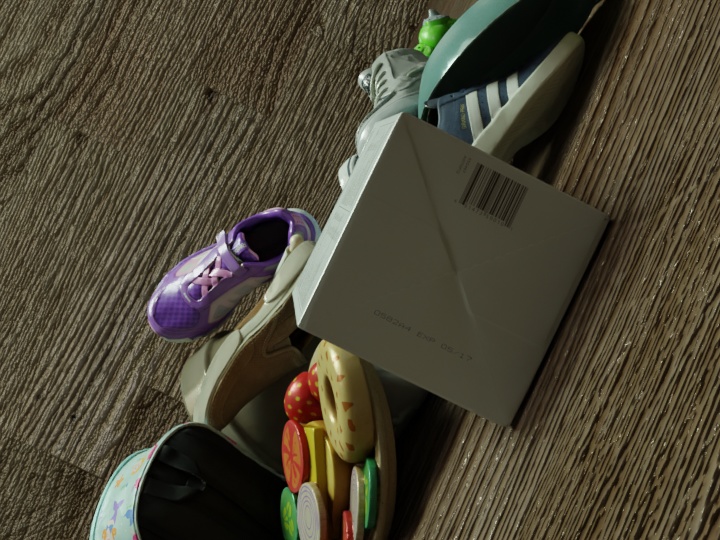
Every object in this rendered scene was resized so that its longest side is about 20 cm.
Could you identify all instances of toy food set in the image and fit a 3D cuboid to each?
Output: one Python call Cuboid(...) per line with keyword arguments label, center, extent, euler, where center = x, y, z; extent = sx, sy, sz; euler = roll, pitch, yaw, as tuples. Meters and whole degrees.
Cuboid(label="toy food set", center=(-0.022, 0.152, 0.997), extent=(0.200, 0.048, 0.200), euler=(164, 103, -68))

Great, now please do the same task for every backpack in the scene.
Cuboid(label="backpack", center=(-0.140, 0.241, 1.091), extent=(0.150, 0.200, 0.178), euler=(-26, 30, 36))

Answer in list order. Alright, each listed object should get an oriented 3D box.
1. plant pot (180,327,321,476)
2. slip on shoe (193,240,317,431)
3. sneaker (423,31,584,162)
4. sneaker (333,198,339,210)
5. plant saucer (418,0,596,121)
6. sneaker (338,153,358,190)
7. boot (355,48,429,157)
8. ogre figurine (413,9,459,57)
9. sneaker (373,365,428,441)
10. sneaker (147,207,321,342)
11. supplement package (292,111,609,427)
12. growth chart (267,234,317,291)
Cuboid(label="plant pot", center=(-0.050, 0.104, 1.229), extent=(0.174, 0.200, 0.200), euler=(-45, 13, 21))
Cuboid(label="slip on shoe", center=(-0.077, 0.070, 1.126), extent=(0.201, 0.060, 0.076), euler=(-55, -18, -10))
Cuboid(label="sneaker", center=(0.103, -0.133, 1.021), extent=(0.200, 0.084, 0.075), euler=(-48, -26, -16))
Cuboid(label="sneaker", center=(0.043, -0.021, 1.430), extent=(0.201, 0.115, 0.076), euler=(78, 167, -51))
Cuboid(label="plant saucer", center=(0.121, -0.197, 1.083), extent=(0.199, 0.036, 0.200), euler=(-36, -15, -11))
Cuboid(label="sneaker", center=(0.053, -0.091, 1.215), extent=(0.079, 0.079, 0.199), euler=(-29, -10, 26))
Cuboid(label="boot", center=(0.032, -0.155, 1.170), extent=(0.200, 0.095, 0.074), euler=(-31, -38, -50))
Cuboid(label="ogre figurine", center=(0.100, -0.207, 1.392), extent=(0.201, 0.119, 0.098), euler=(-62, 6, 18))
Cuboid(label="sneaker", center=(0.012, 0.142, 1.066), extent=(0.200, 0.074, 0.089), euler=(114, 165, -57))
Cuboid(label="sneaker", center=(-0.131, -0.004, 1.240), extent=(0.199, 0.081, 0.089), euler=(-33, -9, -4))
Cuboid(label="supplement package", center=(0.051, -0.008, 0.860), extent=(0.152, 0.151, 0.200), euler=(-64, 6, 2))
Cuboid(label="growth chart", center=(0.000, 0.000, 1.246), extent=(0.145, 0.198, 0.018), euler=(-51, 48, 50))
